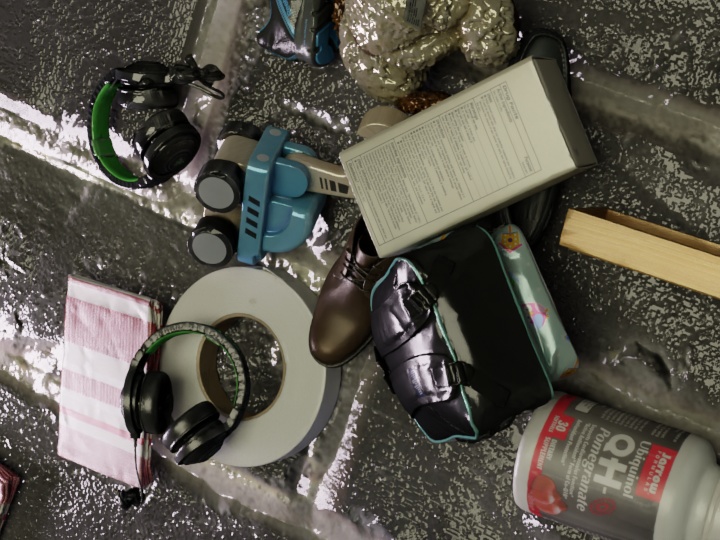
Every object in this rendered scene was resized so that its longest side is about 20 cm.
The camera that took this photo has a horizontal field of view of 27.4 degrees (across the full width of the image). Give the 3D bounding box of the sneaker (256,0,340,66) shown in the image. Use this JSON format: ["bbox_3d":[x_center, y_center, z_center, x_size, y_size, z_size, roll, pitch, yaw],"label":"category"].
[{"bbox_3d":[-0.056,-0.304,1.435,0.081,0.073,0.203,13,96,28],"label":"sneaker"}]

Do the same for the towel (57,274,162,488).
[{"bbox_3d":[-0.266,0.116,1.561,0.143,0.023,0.203,14,103,38],"label":"towel"}]

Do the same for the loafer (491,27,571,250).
[{"bbox_3d":[0.157,-0.115,1.325,0.067,0.070,0.204,7,97,-4],"label":"loafer"}]

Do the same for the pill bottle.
[{"bbox_3d":[0.240,0.184,1.276,0.198,0.110,0.112,16,99,26],"label":"pill bottle"}]

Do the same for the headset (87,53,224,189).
[{"bbox_3d":[-0.216,-0.159,1.501,0.199,0.093,0.125,-25,81,37],"label":"headset"}]

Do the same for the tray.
[{"bbox_3d":[0.278,-0.008,1.257,0.198,0.098,0.038,21,102,25],"label":"tray"}]

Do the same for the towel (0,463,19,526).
[{"bbox_3d":[-0.476,0.287,1.686,0.143,0.023,0.202,29,104,24],"label":"towel"}]

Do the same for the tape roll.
[{"bbox_3d":[-0.113,0.095,1.495,0.200,0.037,0.206,0,91,27],"label":"tape roll"}]

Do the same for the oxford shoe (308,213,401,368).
[{"bbox_3d":[0.000,0.000,1.395,0.072,0.084,0.202,28,97,16],"label":"oxford shoe"}]

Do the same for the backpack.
[{"bbox_3d":[0.092,0.060,1.312,0.178,0.152,0.200,64,157,6],"label":"backpack"}]

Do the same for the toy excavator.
[{"bbox_3d":[-0.053,-0.084,1.421,0.197,0.100,0.196,14,126,4],"label":"toy excavator"}]

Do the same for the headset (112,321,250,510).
[{"bbox_3d":[-0.187,0.150,1.482,0.123,0.094,0.202,30,88,11],"label":"headset"}]

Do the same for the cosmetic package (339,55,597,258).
[{"bbox_3d":[0.092,-0.097,1.277,0.198,0.071,0.106,-23,86,25],"label":"cosmetic package"}]

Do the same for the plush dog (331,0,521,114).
[{"bbox_3d":[0.033,-0.225,1.354,0.201,0.159,0.173,58,153,24],"label":"plush dog"}]
